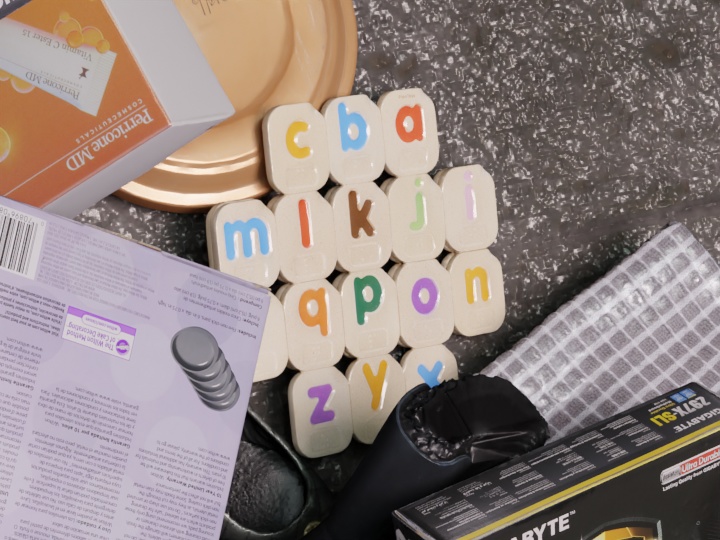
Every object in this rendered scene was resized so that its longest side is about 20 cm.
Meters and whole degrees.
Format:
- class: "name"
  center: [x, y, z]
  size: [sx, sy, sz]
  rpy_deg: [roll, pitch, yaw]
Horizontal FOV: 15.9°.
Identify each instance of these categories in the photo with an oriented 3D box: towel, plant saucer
- class: "towel"
  center: [0.165, 0.084, 1.466]
  size: [0.200, 0.086, 0.166]
  rpy_deg: [-38, 69, -21]
- class: "plant saucer"
  center: [-0.096, -0.133, 1.437]
  size: [0.199, 0.032, 0.202]
  rpy_deg: [3, 79, -17]

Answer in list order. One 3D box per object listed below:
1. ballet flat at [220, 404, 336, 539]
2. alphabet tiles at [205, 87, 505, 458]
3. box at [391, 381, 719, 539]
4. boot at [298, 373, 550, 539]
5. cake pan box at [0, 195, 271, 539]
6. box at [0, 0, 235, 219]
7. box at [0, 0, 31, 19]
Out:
- class: "ballet flat"
  center: [-0.076, 0.098, 1.418]
  size: [0.200, 0.057, 0.067]
  rpy_deg: [47, 69, -11]
- class: "alphabet tiles"
  center: [0.000, 0.000, 1.455]
  size: [0.199, 0.015, 0.197]
  rpy_deg: [-10, 97, -36]
- class: "box"
  center: [0.110, 0.165, 1.315]
  size: [0.199, 0.049, 0.161]
  rpy_deg: [-20, 123, -30]
- class: "boot"
  center: [0.052, 0.133, 1.378]
  size: [0.199, 0.168, 0.077]
  rpy_deg: [5, 43, -48]
- class: "cake pan box"
  center: [-0.151, 0.071, 1.287]
  size: [0.199, 0.052, 0.186]
  rpy_deg: [19, 72, -33]
- class: "box"
  center: [-0.176, -0.134, 1.346]
  size: [0.124, 0.097, 0.201]
  rpy_deg: [-31, 87, 18]
- class: "box"
  center: [-0.286, -0.151, 1.239]
  size: [0.199, 0.050, 0.199]
  rpy_deg: [-35, 57, -14]
